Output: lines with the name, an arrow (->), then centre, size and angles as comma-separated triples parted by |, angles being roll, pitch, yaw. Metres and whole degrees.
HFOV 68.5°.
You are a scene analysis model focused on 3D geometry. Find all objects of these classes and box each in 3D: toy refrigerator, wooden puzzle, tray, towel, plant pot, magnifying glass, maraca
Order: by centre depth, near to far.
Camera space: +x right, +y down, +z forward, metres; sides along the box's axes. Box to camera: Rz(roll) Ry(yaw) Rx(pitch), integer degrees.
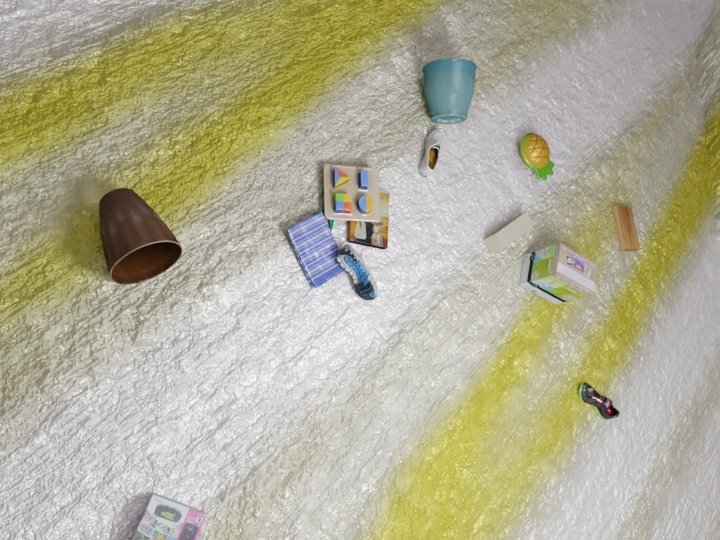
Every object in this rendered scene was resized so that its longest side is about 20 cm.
plant pot -> -0.584, -0.101, 1.351 | 0.185, 0.187, 0.202 | -24, 73, -30
towel -> -0.132, -0.064, 1.635 | 0.143, 0.024, 0.203 | -30, 100, -31
magnifying glass -> -0.097, -0.187, 1.703 | 0.079, 0.022, 0.201 | 42, 64, -12
wooden puzzle -> -0.023, -0.255, 1.710 | 0.196, 0.046, 0.190 | 3, 75, -20
plant pot -> 0.326, -0.648, 1.944 | 0.196, 0.199, 0.193 | -1, 93, -27
toy refrigerator -> 0.562, -0.140, 2.001 | 0.198, 0.076, 0.071 | -33, 93, -30
maraca -> 0.718, -0.463, 2.148 | 0.136, 0.107, 0.202 | -35, 98, -19
tray -> 1.186, -0.190, 2.363 | 0.097, 0.037, 0.205 | 0, 76, -28

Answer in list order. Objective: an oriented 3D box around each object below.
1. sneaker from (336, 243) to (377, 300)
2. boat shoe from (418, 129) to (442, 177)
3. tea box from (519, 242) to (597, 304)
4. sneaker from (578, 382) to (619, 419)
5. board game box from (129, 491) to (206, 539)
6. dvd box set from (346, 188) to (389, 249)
sneaker -> 0.000, 0.000, 1.679 | 0.202, 0.074, 0.087 | 61, 18, -18
boat shoe -> 0.268, -0.436, 1.926 | 0.070, 0.070, 0.203 | 29, 66, -17
tea box -> 0.741, 0.016, 1.985 | 0.197, 0.196, 0.136 | 24, 67, -19
sneaker -> 0.911, 0.493, 2.016 | 0.199, 0.083, 0.078 | 38, 62, -14
board game box -> -0.477, 0.659, 1.261 | 0.146, 0.064, 0.203 | 29, 67, -18
dvd box set -> 0.028, -0.180, 1.758 | 0.143, 0.029, 0.205 | 11, 73, -25
